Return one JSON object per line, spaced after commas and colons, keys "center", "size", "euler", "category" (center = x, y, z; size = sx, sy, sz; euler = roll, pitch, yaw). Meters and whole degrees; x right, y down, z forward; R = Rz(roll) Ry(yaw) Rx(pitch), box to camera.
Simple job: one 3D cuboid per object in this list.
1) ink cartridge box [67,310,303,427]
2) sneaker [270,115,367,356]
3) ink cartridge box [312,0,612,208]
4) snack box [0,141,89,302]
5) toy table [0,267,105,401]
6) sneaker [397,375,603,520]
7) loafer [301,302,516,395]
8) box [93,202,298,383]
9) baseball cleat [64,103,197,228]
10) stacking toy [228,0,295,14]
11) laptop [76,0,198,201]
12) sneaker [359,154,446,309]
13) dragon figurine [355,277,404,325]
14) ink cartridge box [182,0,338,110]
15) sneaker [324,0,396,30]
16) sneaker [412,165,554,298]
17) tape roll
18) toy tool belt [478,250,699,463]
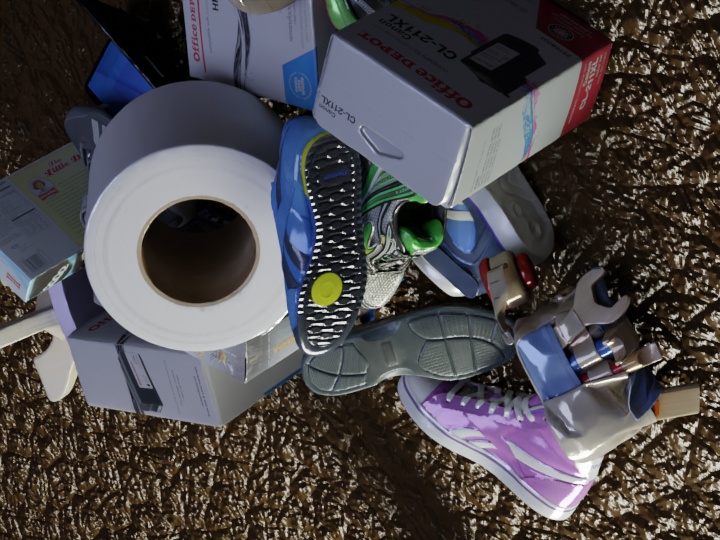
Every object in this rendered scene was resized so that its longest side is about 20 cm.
{"center": [-0.172, 0.079, 1.936], "size": [0.199, 0.144, 0.085], "euler": [5, 117, 41], "category": "ink cartridge box"}
{"center": [-0.040, -0.031, 1.619], "size": [0.078, 0.065, 0.202], "euler": [29, 124, 53], "category": "sneaker"}
{"center": [0.082, -0.151, 1.530], "size": [0.145, 0.199, 0.083], "euler": [35, 133, 22], "category": "ink cartridge box"}
{"center": [-0.296, -0.059, 1.930], "size": [0.116, 0.199, 0.037], "euler": [42, 138, 17], "category": "snack box"}
{"center": [-0.314, 0.036, 2.038], "size": [0.116, 0.183, 0.202], "euler": [-14, 90, 29], "category": "toy table"}
{"center": [0.133, 0.122, 1.742], "size": [0.200, 0.073, 0.115], "euler": [33, 129, 10], "category": "sneaker"}
{"center": [0.043, 0.061, 1.743], "size": [0.198, 0.063, 0.073], "euler": [-10, 114, 1], "category": "loafer"}
{"center": [-0.132, 0.018, 1.856], "size": [0.199, 0.158, 0.049], "euler": [25, 128, 29], "category": "box"}
{"center": [-0.250, -0.094, 1.894], "size": [0.199, 0.106, 0.070], "euler": [34, 147, 36], "category": "baseball cleat"}
{"center": [-0.112, -0.313, 1.671], "size": [0.201, 0.085, 0.086], "euler": [60, 144, 36], "category": "stacking toy"}
{"center": [-0.217, -0.158, 1.871], "size": [0.103, 0.200, 0.177], "euler": [-44, 80, 10], "category": "laptop"}
{"center": [0.025, -0.031, 1.631], "size": [0.086, 0.077, 0.201], "euler": [59, 151, 30], "category": "sneaker"}
{"center": [0.000, 0.000, 1.795], "size": [0.058, 0.100, 0.201], "euler": [4, 135, 39], "category": "dragon figurine"}
{"center": [-0.097, -0.225, 1.749], "size": [0.199, 0.068, 0.117], "euler": [18, 124, 35], "category": "ink cartridge box"}
{"center": [0.001, -0.301, 1.626], "size": [0.083, 0.077, 0.202], "euler": [-8, 101, 2], "category": "sneaker"}
{"center": [0.066, -0.068, 1.679], "size": [0.146, 0.081, 0.201], "euler": [-24, 101, 43], "category": "sneaker"}
{"center": [-0.144, -0.049, 1.716], "size": [0.200, 0.140, 0.205], "euler": [-2, 118, -4], "category": "tape roll"}
{"center": [0.195, 0.054, 1.622], "size": [0.122, 0.125, 0.201], "euler": [-25, 104, 13], "category": "toy tool belt"}
